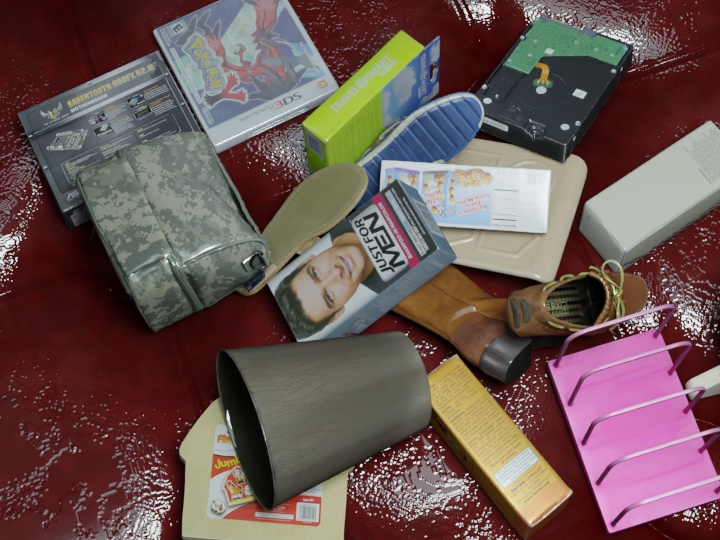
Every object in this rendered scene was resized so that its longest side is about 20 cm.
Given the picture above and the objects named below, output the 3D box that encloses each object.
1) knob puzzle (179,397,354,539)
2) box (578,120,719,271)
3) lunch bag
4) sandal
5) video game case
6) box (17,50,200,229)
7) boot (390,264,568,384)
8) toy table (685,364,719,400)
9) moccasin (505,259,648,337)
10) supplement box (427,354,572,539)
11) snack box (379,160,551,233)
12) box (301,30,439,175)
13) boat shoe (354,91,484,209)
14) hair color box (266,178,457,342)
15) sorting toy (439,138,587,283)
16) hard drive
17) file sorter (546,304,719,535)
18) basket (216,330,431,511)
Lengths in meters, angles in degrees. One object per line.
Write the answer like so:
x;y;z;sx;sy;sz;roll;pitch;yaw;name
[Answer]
-0.103;0.210;1.359;0.215;0.031;0.223;4;58;-6;knob puzzle
0.363;-0.087;1.467;0.198;0.069;0.083;-31;68;-12;box
-0.212;-0.052;1.420;0.166;0.140;0.202;-28;63;-5;lunch bag
-0.065;-0.042;1.463;0.211;0.070;0.078;-40;56;8;sandal
-0.149;-0.269;1.588;0.180;0.023;0.202;-26;67;-10;video game case
-0.306;-0.165;1.529;0.198;0.049;0.160;-27;67;-11;box
0.145;0.032;1.428;0.199;0.069;0.188;32;56;32;boot
0.458;0.093;1.355;0.180;0.118;0.203;-2;66;0;toy table
0.248;0.030;1.330;0.199;0.077;0.075;1;79;-39;moccasin
0.142;0.192;1.345;0.068;0.067;0.200;-36;70;-15;supplement box
0.120;-0.086;1.416;0.196;0.024;0.073;4;94;9;snack box
0.015;-0.200;1.497;0.048;0.122;0.200;39;71;19;box
0.059;-0.155;1.467;0.198;0.073;0.073;-32;22;16;boat shoe
0.000;0.000;1.391;0.199;0.060;0.100;-38;66;17;hair color box
0.156;-0.076;1.466;0.197;0.037;0.187;14;58;15;sorting toy
0.238;-0.231;1.527;0.138;0.038;0.201;24;58;21;hard drive
0.305;0.156;1.318;0.137;0.126;0.203;-15;69;-6;file sorter
-0.035;0.143;1.320;0.197;0.137;0.182;-14;61;-22;basket
